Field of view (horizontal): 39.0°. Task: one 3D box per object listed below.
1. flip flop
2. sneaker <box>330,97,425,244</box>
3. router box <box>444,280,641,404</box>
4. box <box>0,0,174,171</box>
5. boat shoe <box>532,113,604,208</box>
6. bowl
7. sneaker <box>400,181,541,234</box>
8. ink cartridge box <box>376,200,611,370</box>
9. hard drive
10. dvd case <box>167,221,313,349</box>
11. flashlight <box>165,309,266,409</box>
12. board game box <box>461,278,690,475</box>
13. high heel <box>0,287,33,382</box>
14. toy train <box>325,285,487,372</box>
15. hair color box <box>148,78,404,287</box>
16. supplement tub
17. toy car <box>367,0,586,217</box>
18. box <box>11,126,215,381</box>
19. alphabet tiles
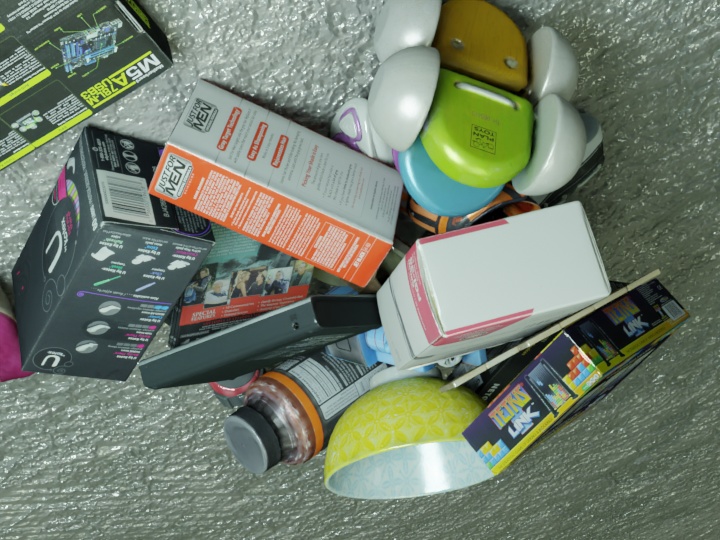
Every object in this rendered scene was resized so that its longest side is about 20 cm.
[{"bbox_3d":[0.000,0.000,1.005,0.081,0.058,0.200,35,157,-22],"label":"flip flop"},{"bbox_3d":[0.032,-0.103,0.975,0.099,0.075,0.200,-35,144,-9],"label":"sneaker"},{"bbox_3d":[0.209,0.090,1.124,0.157,0.052,0.200,6,136,-31],"label":"router box"},{"bbox_3d":[-0.274,-0.174,0.755,0.200,0.048,0.193,-29,144,10],"label":"box"},{"bbox_3d":[0.166,-0.074,1.013,0.199,0.074,0.068,-42,133,-19],"label":"boat shoe"},{"bbox_3d":[0.056,0.162,1.074,0.199,0.108,0.200,-6,153,-3],"label":"bowl"},{"bbox_3d":[0.140,-0.090,0.944,0.200,0.112,0.078,-42,142,-15],"label":"sneaker"},{"bbox_3d":[0.103,0.020,0.876,0.146,0.083,0.200,-14,170,-12],"label":"ink cartridge box"},{"bbox_3d":[-0.090,0.068,0.964,0.199,0.033,0.139,-21,169,26],"label":"hard drive"},{"bbox_3d":[-0.107,-0.010,0.997,0.146,0.022,0.201,-9,132,-32],"label":"dvd case"},{"bbox_3d":[-0.157,0.076,1.094,0.068,0.068,0.200,-27,143,-6],"label":"flashlight"},{"bbox_3d":[0.210,0.099,0.982,0.200,0.057,0.165,-19,154,-49],"label":"board game box"},{"bbox_3d":[-0.367,0.054,0.969,0.096,0.068,0.200,-38,144,5],"label":"high heel"},{"bbox_3d":[0.051,0.055,1.067,0.114,0.200,0.087,-34,122,-38],"label":"toy train"},{"bbox_3d":[-0.067,-0.074,0.865,0.199,0.102,0.061,25,131,-10],"label":"hair color box"},{"bbox_3d":[-0.055,0.144,1.130,0.200,0.107,0.107,-31,153,-37],"label":"supplement tub"},{"bbox_3d":[0.083,-0.129,0.852,0.174,0.201,0.150,17,138,-14],"label":"toy car"},{"bbox_3d":[-0.228,-0.009,0.912,0.106,0.123,0.200,10,133,-34],"label":"box"},{"bbox_3d":[0.165,0.060,0.934,0.199,0.008,0.167,-29,173,-7],"label":"alphabet tiles"}]
